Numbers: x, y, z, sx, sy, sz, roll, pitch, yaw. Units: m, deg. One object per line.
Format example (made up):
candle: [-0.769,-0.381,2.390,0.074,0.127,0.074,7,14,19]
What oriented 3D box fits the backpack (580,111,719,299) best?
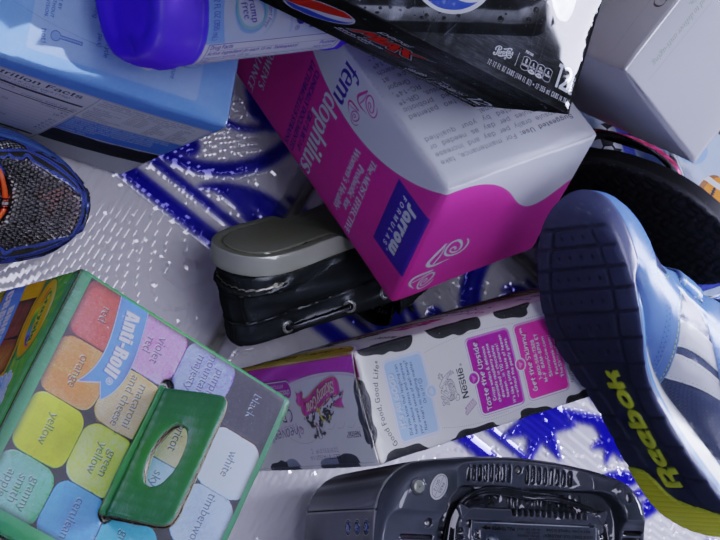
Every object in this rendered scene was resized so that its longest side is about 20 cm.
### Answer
backpack: [0.197,-0.060,1.131,0.190,0.154,0.201,-16,89,-41]

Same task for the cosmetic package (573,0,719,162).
cosmetic package: [0.128,-0.148,1.022,0.108,0.200,0.085,-52,129,-6]

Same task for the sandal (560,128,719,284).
sandal: [0.130,-0.049,1.027,0.045,0.199,0.075,-40,131,-26]

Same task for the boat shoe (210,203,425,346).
boat shoe: [0.001,0.001,1.051,0.199,0.074,0.067,-16,117,-45]

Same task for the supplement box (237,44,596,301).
supplement box: [0.017,-0.101,1.005,0.103,0.101,0.200,-21,64,-31]

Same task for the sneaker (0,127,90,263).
sneaker: [-0.222,-0.037,0.908,0.199,0.078,0.076,6,101,-27]

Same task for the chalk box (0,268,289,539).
chalk box: [-0.128,0.085,0.884,0.124,0.200,0.125,34,68,-22]

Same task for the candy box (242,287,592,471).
candy box: [0.050,0.053,1.030,0.199,0.136,0.061,-15,91,-32]

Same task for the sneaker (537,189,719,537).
sneaker: [0.157,0.037,0.976,0.082,0.074,0.201,-39,114,-27]

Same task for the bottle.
bottle: [-0.029,-0.144,0.903,0.199,0.065,0.084,-11,98,-38]

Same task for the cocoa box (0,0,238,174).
cocoa box: [-0.133,-0.169,0.956,0.133,0.131,0.201,16,76,-28]

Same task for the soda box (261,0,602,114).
soda box: [0.016,-0.132,0.852,0.199,0.071,0.064,20,84,-40]

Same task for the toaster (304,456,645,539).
toaster: [0.062,0.159,1.026,0.199,0.129,0.114,5,81,-29]
